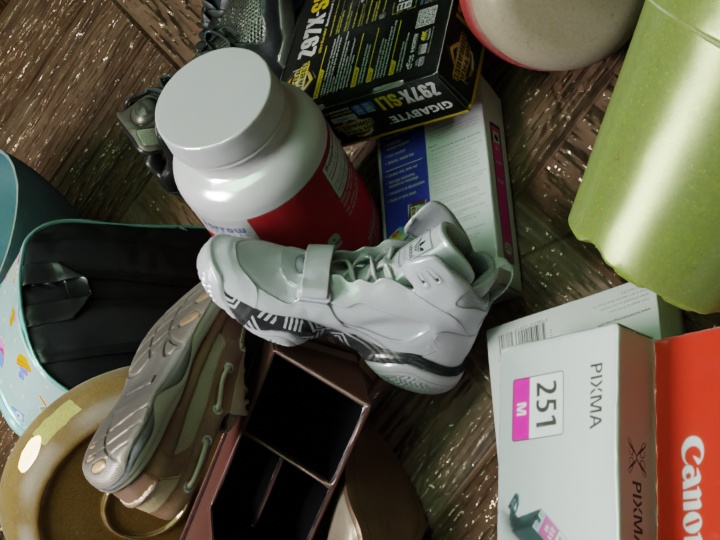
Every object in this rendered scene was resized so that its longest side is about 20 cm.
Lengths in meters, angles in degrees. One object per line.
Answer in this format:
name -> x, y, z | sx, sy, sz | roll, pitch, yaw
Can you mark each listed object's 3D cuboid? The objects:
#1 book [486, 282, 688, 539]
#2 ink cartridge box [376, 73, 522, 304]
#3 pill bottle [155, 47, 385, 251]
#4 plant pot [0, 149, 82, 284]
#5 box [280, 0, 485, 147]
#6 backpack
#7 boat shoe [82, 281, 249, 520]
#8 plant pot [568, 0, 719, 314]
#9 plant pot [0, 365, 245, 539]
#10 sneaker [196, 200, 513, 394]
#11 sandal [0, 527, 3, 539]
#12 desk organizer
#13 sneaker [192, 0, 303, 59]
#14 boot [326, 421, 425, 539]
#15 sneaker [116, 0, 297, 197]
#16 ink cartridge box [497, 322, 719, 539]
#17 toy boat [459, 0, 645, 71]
book -> 0.145, 0.116, 0.926 | 0.133, 0.048, 0.201 | -20, 61, 35
ink cartridge box -> 0.059, -0.065, 1.066 | 0.094, 0.037, 0.201 | -19, 65, 33
pill bottle -> -0.061, -0.060, 1.038 | 0.112, 0.200, 0.113 | -12, 54, 17
plant pot -> -0.291, 0.016, 1.245 | 0.200, 0.135, 0.201 | -27, 50, 37
box -> 0.024, -0.192, 1.098 | 0.159, 0.049, 0.201 | -14, 51, 39
backpack -> -0.181, 0.055, 1.109 | 0.153, 0.199, 0.176 | -38, 55, 41
boat shoe -> -0.112, 0.079, 0.980 | 0.076, 0.072, 0.200 | -24, 31, 46
plant pot -> 0.218, -0.080, 0.862 | 0.200, 0.200, 0.191 | 44, 116, 40
plant pot -> -0.154, 0.158, 1.049 | 0.200, 0.200, 0.028 | -53, 35, 11
sneaker -> 0.000, 0.000, 0.969 | 0.115, 0.199, 0.075 | -57, 17, 34
sandal -> -0.233, 0.226, 1.189 | 0.211, 0.078, 0.070 | 17, 65, 36
desk organizer -> -0.062, 0.147, 1.011 | 0.077, 0.071, 0.201 | -108, 38, -65
sneaker -> -0.108, -0.204, 1.222 | 0.070, 0.078, 0.201 | 34, 96, 41
boot -> -0.017, 0.221, 1.010 | 0.146, 0.070, 0.200 | -48, 38, 30
sneaker -> -0.119, -0.147, 1.153 | 0.076, 0.114, 0.200 | 43, 121, 47
ink cartridge box -> 0.157, 0.129, 0.848 | 0.173, 0.043, 0.201 | -17, 63, 44
toy boat -> 0.141, -0.237, 1.024 | 0.201, 0.130, 0.131 | -63, 18, 1
